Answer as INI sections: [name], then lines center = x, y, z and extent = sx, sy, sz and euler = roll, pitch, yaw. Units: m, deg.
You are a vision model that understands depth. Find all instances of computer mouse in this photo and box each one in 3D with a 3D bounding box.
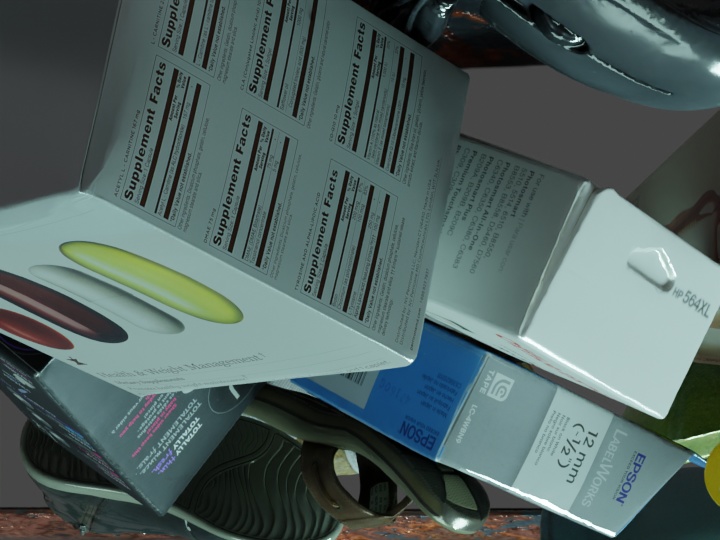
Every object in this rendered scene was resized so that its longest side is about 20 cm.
[computer mouse]
center = 0.111, -0.106, 1.178
extent = 0.199, 0.053, 0.138
euler = 9, 159, -18

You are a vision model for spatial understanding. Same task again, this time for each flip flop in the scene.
[flip flop]
center = -0.007, 0.110, 1.465
extent = 0.200, 0.058, 0.081
euler = 21, 177, 42

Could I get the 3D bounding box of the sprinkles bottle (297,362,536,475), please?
[sprinkles bottle]
center = 0.023, 0.103, 1.776
extent = 0.199, 0.069, 0.068
euler = -6, 159, 25

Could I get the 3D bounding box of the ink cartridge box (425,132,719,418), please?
[ink cartridge box]
center = 0.057, -0.012, 1.295
extent = 0.200, 0.085, 0.146
euler = 23, 177, 41

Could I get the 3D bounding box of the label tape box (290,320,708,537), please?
[label tape box]
center = 0.082, 0.085, 1.407
extent = 0.200, 0.066, 0.143
euler = 29, 177, -36

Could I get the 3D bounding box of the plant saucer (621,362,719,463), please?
[plant saucer]
center = 0.251, 0.073, 1.604
extent = 0.199, 0.048, 0.200
euler = -13, 171, -10

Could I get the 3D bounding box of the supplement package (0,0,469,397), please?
[supplement package]
center = -0.095, -0.049, 1.179
extent = 0.191, 0.148, 0.200
euler = -10, 151, 45

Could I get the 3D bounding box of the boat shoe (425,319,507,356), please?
[boat shoe]
center = 0.000, 0.000, 1.489
extent = 0.199, 0.074, 0.063
euler = 20, 168, -11

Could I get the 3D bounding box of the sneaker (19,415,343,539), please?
[sneaker]
center = -0.104, 0.132, 1.603
extent = 0.199, 0.075, 0.106
euler = 15, 159, 6

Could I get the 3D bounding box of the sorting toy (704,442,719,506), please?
[sorting toy]
center = 0.267, 0.078, 1.403
extent = 0.200, 0.107, 0.180
euler = -47, 178, 17

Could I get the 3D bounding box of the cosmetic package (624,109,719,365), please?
[cosmetic package]
center = 0.209, -0.019, 1.363
extent = 0.103, 0.088, 0.200
euler = 8, 160, -11

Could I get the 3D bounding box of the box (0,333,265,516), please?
[box]
center = -0.138, 0.026, 1.413
extent = 0.106, 0.122, 0.200
euler = 32, 166, 27

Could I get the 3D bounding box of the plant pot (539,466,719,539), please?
[plant pot]
center = 0.258, 0.231, 1.955
extent = 0.187, 0.201, 0.200
euler = -21, 154, 19

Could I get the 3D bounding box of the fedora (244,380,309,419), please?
[fedora]
center = -0.076, 0.054, 1.610
extent = 0.176, 0.091, 0.200
euler = -2, 161, 15
